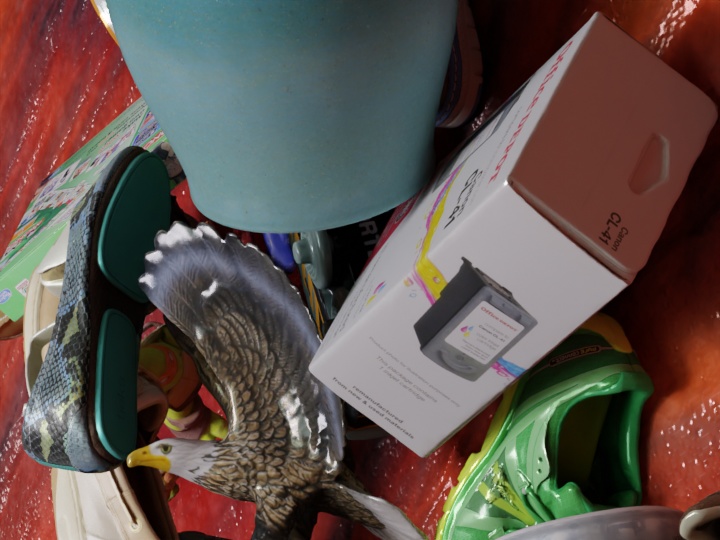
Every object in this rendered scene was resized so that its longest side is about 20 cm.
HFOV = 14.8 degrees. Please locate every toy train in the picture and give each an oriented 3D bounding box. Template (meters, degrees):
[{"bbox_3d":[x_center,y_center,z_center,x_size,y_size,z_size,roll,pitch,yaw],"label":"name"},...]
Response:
[{"bbox_3d":[0.000,0.000,1.577,0.114,0.085,0.200,104,151,-60],"label":"toy train"}]

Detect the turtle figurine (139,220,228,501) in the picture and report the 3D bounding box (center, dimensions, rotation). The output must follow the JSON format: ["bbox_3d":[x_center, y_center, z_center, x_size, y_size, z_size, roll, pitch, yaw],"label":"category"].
[{"bbox_3d":[-0.114,0.073,1.682,0.161,0.064,0.201,38,-117,-77],"label":"turtle figurine"}]

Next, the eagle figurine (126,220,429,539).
[{"bbox_3d":[-0.055,0.084,1.502,0.152,0.151,0.201,-22,62,41],"label":"eagle figurine"}]

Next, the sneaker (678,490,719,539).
[{"bbox_3d":[0.208,0.181,1.260,0.071,0.075,0.200,-63,40,33],"label":"sneaker"}]

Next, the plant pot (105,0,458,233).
[{"bbox_3d":[-0.037,-0.128,1.444,0.200,0.200,0.188,31,135,53],"label":"plant pot"}]

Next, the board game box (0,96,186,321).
[{"bbox_3d":[-0.138,-0.065,1.678,0.200,0.029,0.135,-37,19,29],"label":"board game box"}]

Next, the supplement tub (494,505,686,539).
[{"bbox_3d":[0.126,0.224,1.342,0.122,0.122,0.201,-35,60,51],"label":"supplement tub"}]

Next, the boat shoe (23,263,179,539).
[{"bbox_3d":[-0.141,0.084,1.585,0.069,0.074,0.201,-18,73,18],"label":"boat shoe"}]

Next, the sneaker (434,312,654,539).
[{"bbox_3d":[0.096,0.120,1.440,0.084,0.074,0.200,47,126,53],"label":"sneaker"}]

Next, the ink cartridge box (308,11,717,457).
[{"bbox_3d":[0.076,-0.016,1.410,0.200,0.086,0.148,-46,11,47],"label":"ink cartridge box"}]

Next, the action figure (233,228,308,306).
[{"bbox_3d":[-0.043,-0.013,1.673,0.052,0.065,0.201,-7,80,34],"label":"action figure"}]

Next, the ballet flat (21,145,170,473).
[{"bbox_3d":[-0.154,0.020,1.546,0.074,0.074,0.200,-39,36,49],"label":"ballet flat"}]

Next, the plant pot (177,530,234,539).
[{"bbox_3d":[-0.089,0.264,1.618,0.196,0.195,0.201,-27,56,53],"label":"plant pot"}]

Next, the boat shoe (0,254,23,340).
[{"bbox_3d":[-0.207,0.012,1.924,0.200,0.072,0.076,-42,70,50],"label":"boat shoe"}]

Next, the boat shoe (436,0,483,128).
[{"bbox_3d":[0.014,-0.177,1.585,0.072,0.072,0.200,-45,53,45],"label":"boat shoe"}]

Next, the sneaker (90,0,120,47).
[{"bbox_3d":[-0.055,-0.149,1.587,0.092,0.200,0.076,-42,57,28],"label":"sneaker"}]

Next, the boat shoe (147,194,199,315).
[{"bbox_3d":[-0.134,-0.015,1.716,0.065,0.200,0.072,42,98,3],"label":"boat shoe"}]
